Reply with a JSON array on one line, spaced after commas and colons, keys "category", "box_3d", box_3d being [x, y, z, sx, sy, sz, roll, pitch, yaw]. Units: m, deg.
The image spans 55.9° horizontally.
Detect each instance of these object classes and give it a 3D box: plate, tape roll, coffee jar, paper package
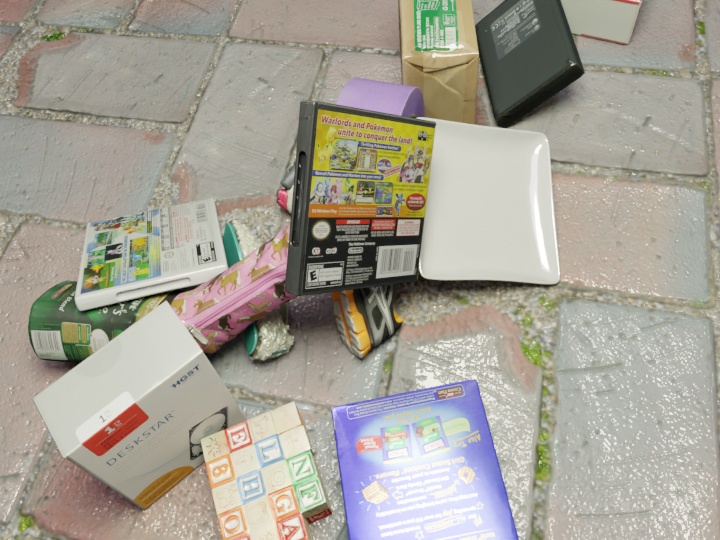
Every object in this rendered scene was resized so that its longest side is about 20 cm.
[{"category": "plate", "box_3d": [0.156, -0.083, 0.859, 0.194, 0.032, 0.206, 2, 77, -18]}, {"category": "tape roll", "box_3d": [0.019, -0.135, 0.862, 0.083, 0.202, 0.204, 12, 60, 13]}, {"category": "coffee jar", "box_3d": [-0.294, 0.068, 0.836, 0.194, 0.088, 0.105, 5, 23, 9]}, {"category": "paper package", "box_3d": [0.105, -0.303, 0.958, 0.100, 0.192, 0.205, -3, 59, 5]}]

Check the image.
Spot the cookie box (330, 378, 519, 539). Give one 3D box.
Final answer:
[{"category": "cookie box", "box_3d": [0.064, 0.235, 0.708, 0.166, 0.076, 0.204, -10, 58, 0]}]

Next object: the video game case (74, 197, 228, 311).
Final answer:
[{"category": "video game case", "box_3d": [-0.268, -0.028, 0.877, 0.177, 0.023, 0.201, -13, 33, -11]}]

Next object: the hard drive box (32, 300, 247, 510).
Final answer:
[{"category": "hard drive box", "box_3d": [-0.220, 0.150, 0.720, 0.155, 0.202, 0.077, -38, 61, -15]}]

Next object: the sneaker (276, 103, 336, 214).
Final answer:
[{"category": "sneaker", "box_3d": [-0.035, -0.156, 0.954, 0.074, 0.081, 0.203, 31, 85, 12]}]

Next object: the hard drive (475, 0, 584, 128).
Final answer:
[{"category": "hard drive", "box_3d": [0.243, -0.329, 1.005, 0.138, 0.032, 0.205, -31, 49, 36]}]

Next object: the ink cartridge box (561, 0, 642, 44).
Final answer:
[{"category": "ink cartridge box", "box_3d": [0.391, -0.475, 1.090, 0.142, 0.084, 0.203, 17, 63, 17]}]

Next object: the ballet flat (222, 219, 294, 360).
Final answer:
[{"category": "ballet flat", "box_3d": [-0.131, 0.026, 0.874, 0.070, 0.072, 0.204, -16, 61, -3]}]

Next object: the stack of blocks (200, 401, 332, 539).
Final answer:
[{"category": "stack of blocks", "box_3d": [-0.089, 0.260, 0.722, 0.112, 0.059, 0.203, -19, 59, -5]}]

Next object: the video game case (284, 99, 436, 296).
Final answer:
[{"category": "video game case", "box_3d": [0.005, -0.074, 0.720, 0.025, 0.197, 0.186, 15, 103, 40]}]

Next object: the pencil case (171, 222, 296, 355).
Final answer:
[{"category": "pencil case", "box_3d": [-0.121, 0.020, 0.765, 0.197, 0.083, 0.088, -30, 48, 21]}]

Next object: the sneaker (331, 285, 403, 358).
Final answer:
[{"category": "sneaker", "box_3d": [0.000, 0.000, 0.807, 0.076, 0.205, 0.078, -21, 28, -21]}]
